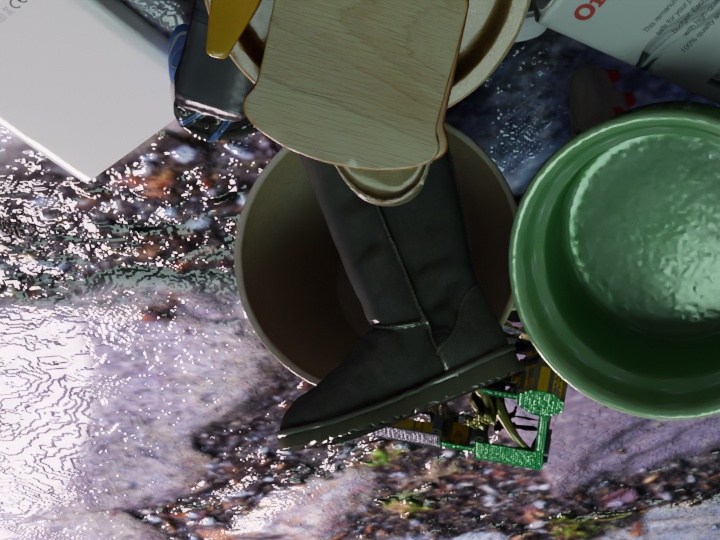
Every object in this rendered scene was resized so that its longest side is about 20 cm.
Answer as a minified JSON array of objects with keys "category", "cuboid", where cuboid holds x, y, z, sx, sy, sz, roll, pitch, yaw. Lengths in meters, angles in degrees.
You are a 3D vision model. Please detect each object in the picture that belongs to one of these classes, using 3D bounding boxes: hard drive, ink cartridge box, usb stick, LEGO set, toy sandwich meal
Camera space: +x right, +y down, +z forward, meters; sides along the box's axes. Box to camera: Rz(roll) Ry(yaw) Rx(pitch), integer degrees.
[{"category":"hard drive","cuboid":[-0.216,-0.148,0.986,0.132,0.027,0.200,-31,132,28]},{"category":"ink cartridge box","cuboid":[0.222,-0.192,0.915,0.199,0.083,0.147,19,135,-25]},{"category":"usb stick","cuboid":[-0.065,-0.187,0.867,0.055,0.033,0.201,21,106,15]},{"category":"LEGO set","cuboid":[0.089,0.071,1.199,0.199,0.116,0.154,4,144,17]},{"category":"toy sandwich meal","cuboid":[0.001,-0.152,0.794,0.204,0.070,0.206,0,115,1]}]

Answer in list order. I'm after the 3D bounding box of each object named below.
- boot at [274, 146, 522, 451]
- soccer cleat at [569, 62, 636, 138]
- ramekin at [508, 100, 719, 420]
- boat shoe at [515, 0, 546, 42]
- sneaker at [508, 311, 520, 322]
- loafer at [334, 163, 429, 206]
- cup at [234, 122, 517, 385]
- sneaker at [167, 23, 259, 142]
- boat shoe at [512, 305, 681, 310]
[{"category":"boot","cuboid":[-0.001,0.001,0.963,0.181,0.201,0.073,-21,174,-10]},{"category":"soccer cleat","cuboid":[0.174,-0.069,1.072,0.077,0.070,0.200,-13,141,17]},{"category":"ramekin","cuboid":[0.202,-0.014,0.957,0.199,0.098,0.201,5,108,16]},{"category":"boat shoe","cuboid":[0.028,-0.194,0.922,0.199,0.070,0.067,11,126,-6]},{"category":"sneaker","cuboid":[0.200,0.022,1.166,0.199,0.082,0.073,-5,142,5]},{"category":"loafer","cuboid":[-0.001,-0.124,0.884,0.076,0.068,0.201,-9,116,9]},{"category":"cup","cuboid":[0.022,-0.001,1.069,0.199,0.202,0.143,-9,169,8]},{"category":"sneaker","cuboid":[-0.032,-0.148,0.964,0.199,0.077,0.076,-12,143,-16]},{"category":"boat shoe","cuboid":[0.166,0.014,1.088,0.199,0.069,0.075,13,171,43]}]
